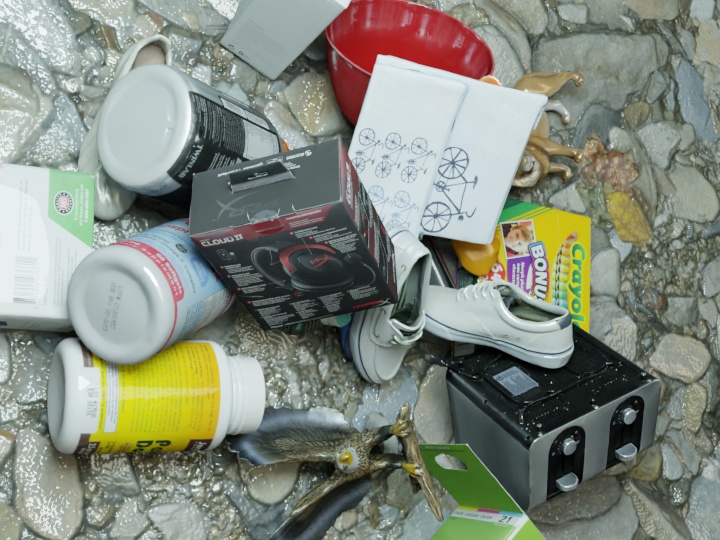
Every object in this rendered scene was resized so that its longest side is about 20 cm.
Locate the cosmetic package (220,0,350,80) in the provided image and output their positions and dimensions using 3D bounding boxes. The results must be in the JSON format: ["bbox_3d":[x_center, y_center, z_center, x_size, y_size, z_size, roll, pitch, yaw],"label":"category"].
[{"bbox_3d":[-0.067,-0.302,1.113,0.081,0.200,0.114,32,68,-18],"label":"cosmetic package"}]

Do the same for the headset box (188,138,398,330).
[{"bbox_3d":[-0.061,-0.034,0.972,0.200,0.147,0.076,58,23,-53],"label":"headset box"}]

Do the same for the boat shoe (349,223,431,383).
[{"bbox_3d":[0.035,0.050,1.107,0.073,0.067,0.202,-23,132,-31],"label":"boat shoe"}]

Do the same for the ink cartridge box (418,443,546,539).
[{"bbox_3d":[0.121,0.287,1.130,0.076,0.148,0.200,-44,100,-23],"label":"ink cartridge box"}]

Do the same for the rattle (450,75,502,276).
[{"bbox_3d":[0.123,-0.099,1.135,0.129,0.200,0.144,9,68,-13],"label":"rattle"}]

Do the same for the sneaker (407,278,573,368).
[{"bbox_3d":[0.142,0.041,1.133,0.073,0.198,0.071,-47,146,-51],"label":"sneaker"}]

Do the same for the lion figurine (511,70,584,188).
[{"bbox_3d":[0.222,-0.188,1.330,0.121,0.073,0.202,11,61,-13],"label":"lion figurine"}]

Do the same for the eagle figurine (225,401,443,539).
[{"bbox_3d":[-0.031,0.209,1.095,0.198,0.152,0.152,-18,44,-1],"label":"eagle figurine"}]

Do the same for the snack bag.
[{"bbox_3d":[0.081,-0.114,1.080,0.198,0.021,0.190,10,116,-19],"label":"snack bag"}]

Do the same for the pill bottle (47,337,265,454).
[{"bbox_3d":[-0.198,0.123,1.013,0.198,0.109,0.111,3,79,-27],"label":"pill bottle"}]

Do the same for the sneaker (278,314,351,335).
[{"bbox_3d":[-0.079,-0.020,1.125,0.078,0.091,0.202,37,32,-60],"label":"sneaker"}]

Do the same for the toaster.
[{"bbox_3d":[0.202,0.150,1.145,0.179,0.200,0.120,-21,122,-23],"label":"toaster"}]

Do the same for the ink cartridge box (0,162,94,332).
[{"bbox_3d":[-0.359,-0.023,0.968,0.198,0.087,0.147,5,78,-29],"label":"ink cartridge box"}]

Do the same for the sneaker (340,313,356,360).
[{"bbox_3d":[0.000,0.000,1.170,0.073,0.082,0.202,-2,100,-46],"label":"sneaker"}]

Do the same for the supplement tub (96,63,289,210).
[{"bbox_3d":[-0.158,-0.120,1.035,0.200,0.121,0.124,19,67,-62],"label":"supplement tub"}]

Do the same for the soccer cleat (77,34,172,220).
[{"bbox_3d":[-0.241,-0.151,1.061,0.069,0.077,0.202,19,72,-23],"label":"soccer cleat"}]

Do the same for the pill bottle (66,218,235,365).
[{"bbox_3d":[-0.184,0.011,0.999,0.110,0.108,0.200,63,24,-4],"label":"pill bottle"}]

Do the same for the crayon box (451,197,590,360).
[{"bbox_3d":[0.202,0.020,1.275,0.171,0.058,0.202,10,76,-26],"label":"crayon box"}]

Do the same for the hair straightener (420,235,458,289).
[{"bbox_3d":[0.059,-0.047,1.204,0.202,0.041,0.077,70,20,0],"label":"hair straightener"}]

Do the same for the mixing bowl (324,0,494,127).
[{"bbox_3d":[0.046,-0.217,1.187,0.198,0.109,0.201,9,41,-8],"label":"mixing bowl"}]
